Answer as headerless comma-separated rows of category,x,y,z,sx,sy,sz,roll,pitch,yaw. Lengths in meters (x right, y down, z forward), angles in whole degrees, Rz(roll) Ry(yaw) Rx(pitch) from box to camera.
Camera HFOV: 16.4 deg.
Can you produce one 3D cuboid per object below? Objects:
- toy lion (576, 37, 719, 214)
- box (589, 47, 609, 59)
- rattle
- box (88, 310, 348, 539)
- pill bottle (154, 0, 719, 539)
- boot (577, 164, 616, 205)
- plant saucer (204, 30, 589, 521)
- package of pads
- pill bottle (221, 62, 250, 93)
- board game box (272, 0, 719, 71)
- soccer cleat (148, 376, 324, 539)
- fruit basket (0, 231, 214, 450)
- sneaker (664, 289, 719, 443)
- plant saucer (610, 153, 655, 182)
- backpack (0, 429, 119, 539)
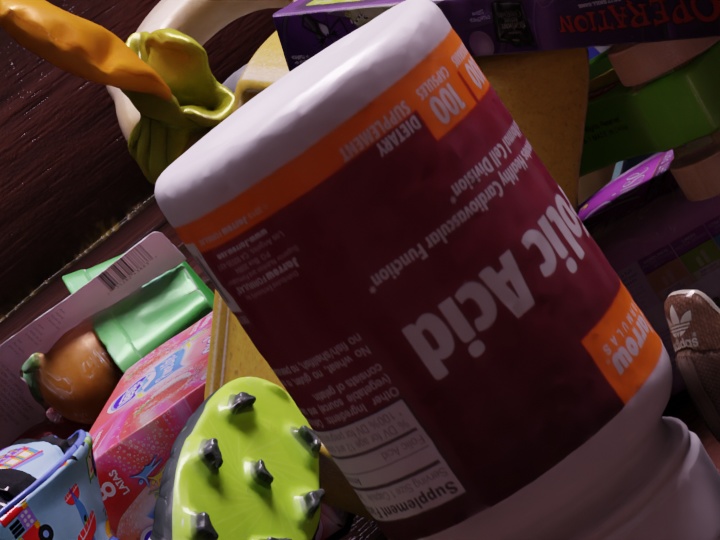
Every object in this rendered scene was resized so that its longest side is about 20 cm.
toy lion,0.142,-0.089,0.991,0.191,0.069,0.199,-38,10,-38
box,0.155,-0.152,1.130,0.200,0.119,0.041,-47,3,-3
rattle,-0.043,-0.136,1.091,0.199,0.143,0.130,-33,31,10
box,-0.067,0.085,1.227,0.102,0.095,0.200,-34,8,11
pill bottle,0.032,0.022,0.825,0.114,0.201,0.114,-34,9,6
boot,0.075,0.002,1.210,0.155,0.073,0.200,-39,8,-27
plant saucer,0.000,0.000,0.976,0.048,0.202,0.199,3,4,-35
package of pads,0.165,-0.025,0.996,0.199,0.076,0.121,-31,9,26
pill bottle,-0.003,-0.008,1.135,0.113,0.113,0.200,-34,43,6
board game box,0.079,-0.112,0.928,0.199,0.032,0.120,-1,28,39
soccer cleat,-0.063,0.126,0.904,0.081,0.067,0.201,-37,30,42
fruit basket,-0.154,0.078,1.402,0.199,0.185,0.094,-34,50,5
sneaker,0.185,-0.012,0.844,0.200,0.076,0.070,-40,10,-28
plant saucer,0.156,-0.098,1.087,0.019,0.069,0.201,40,118,60
backpack,-0.157,0.157,0.964,0.200,0.135,0.182,-38,2,46
